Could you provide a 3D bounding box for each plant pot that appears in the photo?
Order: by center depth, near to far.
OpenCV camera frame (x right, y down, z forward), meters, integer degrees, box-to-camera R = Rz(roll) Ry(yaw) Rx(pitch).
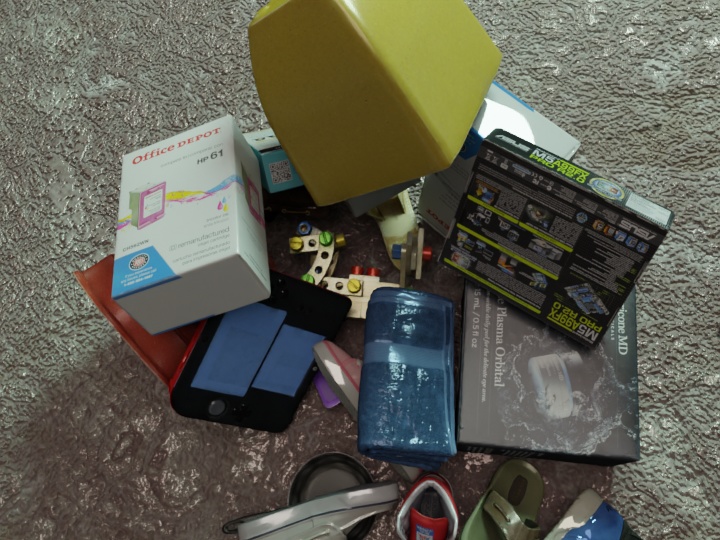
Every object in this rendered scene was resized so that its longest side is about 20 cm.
[{"bbox_3d":[0.001,-0.222,0.692,0.192,0.201,0.197,-10,39,42],"label":"plant pot"},{"bbox_3d":[-0.219,0.018,0.844,0.195,0.202,0.201,-41,71,-15],"label":"plant pot"}]

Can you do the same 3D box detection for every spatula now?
[{"bbox_3d":[-0.065,0.084,0.881,0.056,0.021,0.202,-30,70,-1],"label":"spatula"}]

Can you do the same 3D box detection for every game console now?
[{"bbox_3d":[-0.117,0.096,0.787,0.202,0.175,0.031,-61,34,10],"label":"game console"}]

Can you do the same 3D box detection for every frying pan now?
[{"bbox_3d":[-0.063,0.304,0.803,0.189,0.031,0.116,-37,71,-1],"label":"frying pan"}]

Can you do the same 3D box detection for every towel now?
[{"bbox_3d":[0.054,0.116,0.757,0.109,0.049,0.203,11,60,-9],"label":"towel"}]

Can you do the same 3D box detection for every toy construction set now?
[{"bbox_3d":[0.000,0.000,0.865,0.196,0.092,0.134,1,77,21],"label":"toy construction set"}]

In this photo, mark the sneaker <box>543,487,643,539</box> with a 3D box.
[{"bbox_3d":[0.232,0.351,0.722,0.200,0.077,0.111,-44,62,-14],"label":"sneaker"}]

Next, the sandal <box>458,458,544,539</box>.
[{"bbox_3d":[0.160,0.269,0.713,0.079,0.058,0.201,34,37,4],"label":"sandal"}]

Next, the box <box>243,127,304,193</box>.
[{"bbox_3d":[-0.105,-0.153,0.874,0.081,0.200,0.050,-16,112,-13],"label":"box"}]

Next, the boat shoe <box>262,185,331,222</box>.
[{"bbox_3d":[-0.132,-0.100,0.919,0.197,0.072,0.070,3,27,28],"label":"boat shoe"}]

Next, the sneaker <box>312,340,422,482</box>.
[{"bbox_3d":[0.033,0.145,0.808,0.104,0.075,0.201,-39,88,-14],"label":"sneaker"}]

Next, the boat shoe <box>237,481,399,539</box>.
[{"bbox_3d":[-0.044,0.294,0.755,0.196,0.072,0.067,-18,76,3],"label":"boat shoe"}]

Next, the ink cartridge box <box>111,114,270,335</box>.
[{"bbox_3d":[-0.182,-0.053,0.717,0.142,0.085,0.203,-18,53,9],"label":"ink cartridge box"}]

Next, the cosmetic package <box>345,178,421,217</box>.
[{"bbox_3d":[-0.007,-0.167,0.883,0.100,0.072,0.201,-28,39,-1],"label":"cosmetic package"}]

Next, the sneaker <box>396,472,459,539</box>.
[{"bbox_3d":[0.074,0.328,0.733,0.070,0.113,0.204,0,72,8],"label":"sneaker"}]

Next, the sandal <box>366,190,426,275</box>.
[{"bbox_3d":[0.033,-0.099,0.902,0.077,0.070,0.214,-24,70,-1],"label":"sandal"}]

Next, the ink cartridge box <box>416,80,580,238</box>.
[{"bbox_3d":[0.158,-0.109,0.813,0.146,0.201,0.086,41,66,18],"label":"ink cartridge box"}]

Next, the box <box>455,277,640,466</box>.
[{"bbox_3d":[0.213,0.117,0.782,0.196,0.118,0.201,3,72,8],"label":"box"}]

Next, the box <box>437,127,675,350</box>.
[{"bbox_3d":[0.194,-0.033,0.694,0.198,0.162,0.044,30,40,17],"label":"box"}]
